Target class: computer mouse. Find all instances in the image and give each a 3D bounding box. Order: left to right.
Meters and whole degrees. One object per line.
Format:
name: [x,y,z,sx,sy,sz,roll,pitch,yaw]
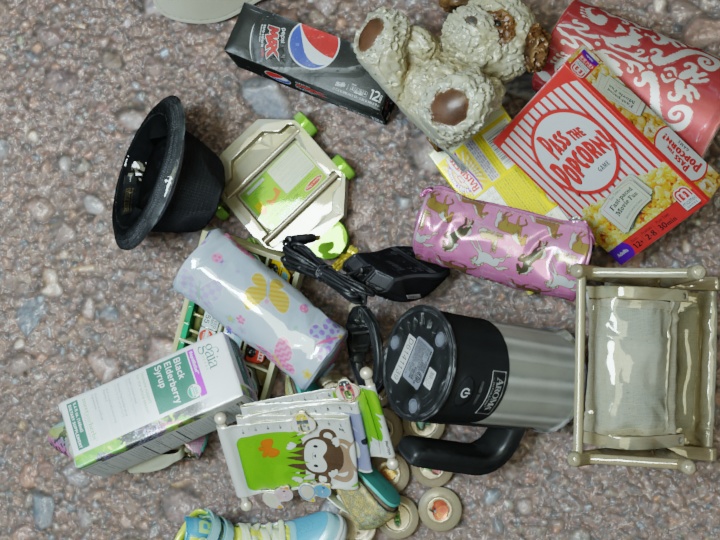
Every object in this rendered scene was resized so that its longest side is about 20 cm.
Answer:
computer mouse: [0.000,0.000,1.179,0.140,0.199,0.046,29,113,28]

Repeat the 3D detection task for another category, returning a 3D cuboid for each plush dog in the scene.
plush dog: [0.118,-0.221,1.149,0.172,0.160,0.200,-44,55,2]

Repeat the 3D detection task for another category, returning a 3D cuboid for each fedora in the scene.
fedora: [-0.209,-0.100,1.219,0.091,0.200,0.202,18,90,-27]

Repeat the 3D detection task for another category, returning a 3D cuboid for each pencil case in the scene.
pencil case: [-0.110,0.044,1.170,0.199,0.091,0.083,37,58,5]
pencil case: [0.153,-0.032,1.166,0.198,0.083,0.087,14,65,13]

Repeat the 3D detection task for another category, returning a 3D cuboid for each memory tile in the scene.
memory tile: [0.029,0.207,1.230,0.152,0.017,0.202,-11,86,9]

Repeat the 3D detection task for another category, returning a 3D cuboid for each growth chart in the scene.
growth chart: [-0.057,0.187,1.146,0.199,0.018,0.146,-16,112,14]

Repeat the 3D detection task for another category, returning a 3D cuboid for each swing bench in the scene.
swing bench: [0.298,0.099,1.111,0.129,0.200,0.201,1,86,24]

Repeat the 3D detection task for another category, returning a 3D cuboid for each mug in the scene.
mug: [0.286,-0.182,1.155,0.199,0.133,0.178,30,90,13]

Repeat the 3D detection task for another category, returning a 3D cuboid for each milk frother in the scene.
milk frother: [0.101,0.100,1.163,0.181,0.187,0.201,-57,40,29]

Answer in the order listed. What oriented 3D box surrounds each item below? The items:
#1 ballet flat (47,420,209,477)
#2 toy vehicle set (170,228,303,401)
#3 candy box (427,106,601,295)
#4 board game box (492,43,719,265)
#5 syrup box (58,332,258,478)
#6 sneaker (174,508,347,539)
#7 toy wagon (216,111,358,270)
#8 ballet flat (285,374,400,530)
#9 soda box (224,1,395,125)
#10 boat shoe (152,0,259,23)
ballet flat: [-0.274,0.204,1.248,0.198,0.069,0.071,-5,44,6]
toy vehicle set: [-0.147,0.066,1.240,0.123,0.027,0.201,18,102,9]
candy box: [0.174,-0.082,1.217,0.102,0.026,0.201,-36,82,9]
board game box: [0.256,-0.118,1.134,0.200,0.152,0.046,44,56,2]
syrup box: [-0.218,0.149,1.181,0.199,0.081,0.079,-24,68,3]
sneaker: [-0.122,0.301,1.190,0.199,0.080,0.131,-31,120,8]
toy wagon: [-0.078,-0.080,1.252,0.155,0.040,0.200,-42,82,5]
ballet flat: [-0.037,0.206,1.204,0.071,0.071,0.200,-39,81,5]
soda box: [-0.051,-0.238,1.239,0.199,0.071,0.064,22,87,9]
boat shoe: [-0.151,-0.352,1.279,0.198,0.073,0.063,-14,42,13]
